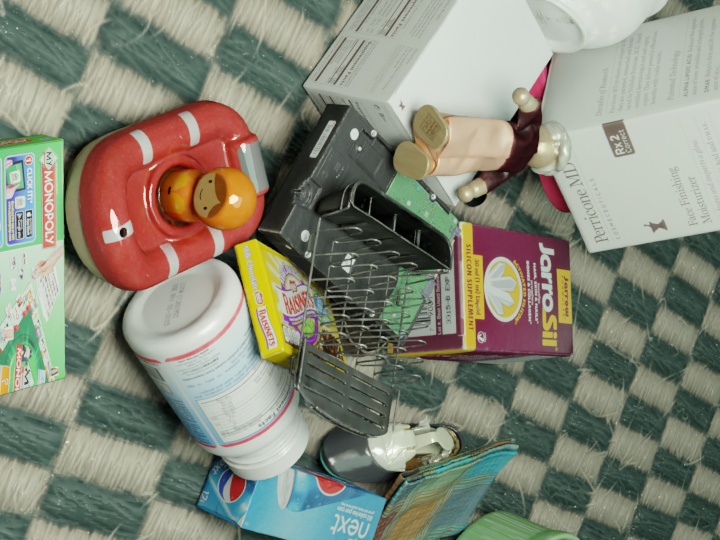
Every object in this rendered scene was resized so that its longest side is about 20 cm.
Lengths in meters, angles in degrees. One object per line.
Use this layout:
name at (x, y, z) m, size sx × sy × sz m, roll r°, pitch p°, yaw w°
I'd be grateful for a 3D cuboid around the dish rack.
dish rack at (0.008, 0.040, 1.364) m, size 0.153 × 0.054 × 0.200 m, roll 31°, pitch 60°, yaw -44°

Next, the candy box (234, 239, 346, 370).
candy box at (-0.059, 0.040, 1.406) m, size 0.200 × 0.026 × 0.102 m, roll 32°, pitch 39°, yaw -72°

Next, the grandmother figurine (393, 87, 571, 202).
grandmother figurine at (0.126, -0.119, 1.453) m, size 0.200 × 0.061 × 0.121 m, roll 0°, pitch 138°, yaw -45°

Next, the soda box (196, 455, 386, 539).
soda box at (-0.063, 0.226, 1.525) m, size 0.200 × 0.064 × 0.068 m, roll 27°, pitch 82°, yaw -50°

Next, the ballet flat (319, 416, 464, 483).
ballet flat at (0.042, 0.181, 1.623) m, size 0.200 × 0.073 × 0.073 m, roll 10°, pitch 95°, yaw -51°

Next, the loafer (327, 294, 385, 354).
loafer at (0.000, 0.000, 1.517) m, size 0.073 × 0.071 × 0.200 m, roll -34°, pitch 126°, yaw -38°

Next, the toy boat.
toy boat at (-0.139, -0.060, 1.282) m, size 0.200 × 0.131 × 0.131 m, roll -28°, pitch 113°, yaw -41°

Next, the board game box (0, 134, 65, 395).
board game box at (-0.291, 0.002, 1.217) m, size 0.134 × 0.029 × 0.200 m, roll -14°, pitch 113°, yaw -47°

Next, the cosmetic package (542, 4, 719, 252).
cosmetic package at (0.306, -0.144, 1.595) m, size 0.165 × 0.200 × 0.165 m, roll 59°, pitch 32°, yaw -34°

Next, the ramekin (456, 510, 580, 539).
ramekin at (0.164, 0.374, 1.794) m, size 0.200 × 0.098 × 0.200 m, roll -28°, pitch 129°, yaw -41°

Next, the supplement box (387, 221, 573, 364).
supplement box at (0.124, 0.027, 1.623) m, size 0.200 × 0.103 × 0.131 m, roll 6°, pitch 79°, yaw -50°

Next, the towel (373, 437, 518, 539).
towel at (0.076, 0.251, 1.678) m, size 0.200 × 0.022 × 0.147 m, roll -9°, pitch 137°, yaw -49°

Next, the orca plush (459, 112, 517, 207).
orca plush at (0.156, -0.116, 1.658) m, size 0.200 × 0.071 × 0.105 m, roll -14°, pitch 113°, yaw -46°

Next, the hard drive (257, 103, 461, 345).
hard drive at (0.004, -0.040, 1.435) m, size 0.200 × 0.038 × 0.140 m, roll 42°, pitch 68°, yaw -40°

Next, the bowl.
bowl at (0.197, -0.278, 1.549) m, size 0.201 × 0.201 × 0.090 m, roll 47°, pitch 65°, yaw -46°

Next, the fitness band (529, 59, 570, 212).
fitness band at (0.213, -0.161, 1.677) m, size 0.144 × 0.037 × 0.200 m, roll -31°, pitch 108°, yaw -65°

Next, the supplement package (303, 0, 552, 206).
supplement package at (0.069, -0.192, 1.503) m, size 0.200 × 0.111 × 0.156 m, roll -56°, pitch 137°, yaw -19°

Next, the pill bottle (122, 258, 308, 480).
pill bottle at (-0.120, 0.092, 1.382) m, size 0.109 × 0.109 × 0.200 m, roll -50°, pitch 135°, yaw -26°
